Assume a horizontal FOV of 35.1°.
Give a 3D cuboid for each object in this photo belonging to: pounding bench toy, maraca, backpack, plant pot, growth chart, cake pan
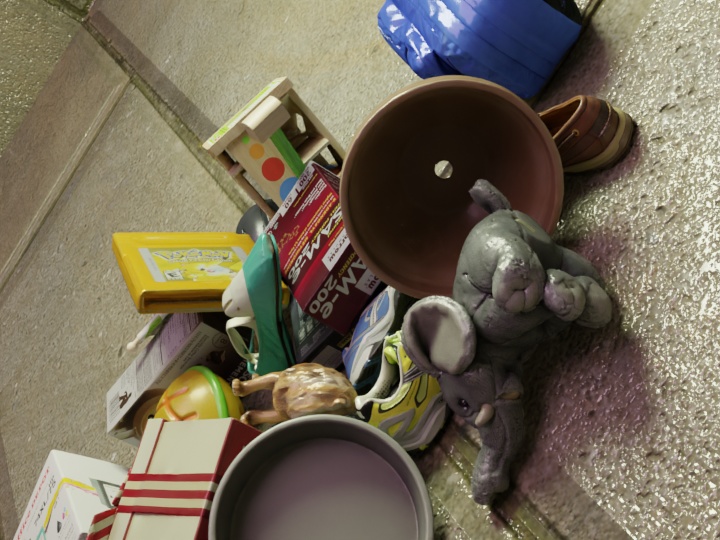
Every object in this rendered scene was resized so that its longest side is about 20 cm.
[{"bbox_3d":[-0.084,-0.126,1.334,0.124,0.156,0.200,-42,13,-3],"label":"pounding bench toy"},{"bbox_3d":[-0.182,0.210,1.299,0.137,0.106,0.203,-2,88,59],"label":"maraca"},{"bbox_3d":[0.125,-0.261,1.186,0.169,0.161,0.200,-60,42,19],"label":"backpack"},{"bbox_3d":[0.078,-0.081,1.036,0.201,0.200,0.093,-51,14,14],"label":"plant pot"},{"bbox_3d":[-0.222,0.041,1.462,0.145,0.018,0.200,-47,-4,5],"label":"growth chart"},{"bbox_3d":[-0.033,0.229,1.004,0.037,0.198,0.202,77,-152,-67],"label":"cake pan"}]

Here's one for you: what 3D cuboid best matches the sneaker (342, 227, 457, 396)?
[{"bbox_3d":[0.041,0.035,1.131,0.201,0.075,0.077,-55,32,9],"label":"sneaker"}]

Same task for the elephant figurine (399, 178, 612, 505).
[{"bbox_3d":[0.105,0.062,0.961,0.201,0.141,0.156,-56,12,26],"label":"elephant figurine"}]

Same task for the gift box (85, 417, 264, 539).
[{"bbox_3d":[-0.149,0.259,1.122,0.186,0.184,0.202,-10,51,50],"label":"gift box"}]

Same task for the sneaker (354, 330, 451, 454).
[{"bbox_3d":[0.068,0.071,1.060,0.075,0.076,0.201,14,74,61],"label":"sneaker"}]

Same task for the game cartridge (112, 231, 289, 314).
[{"bbox_3d":[-0.193,-0.003,1.348,0.200,0.174,0.033,-132,45,-59],"label":"game cartridge"}]

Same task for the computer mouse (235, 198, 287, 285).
[{"bbox_3d":[-0.117,-0.039,1.464,0.140,0.046,0.201,-37,37,35],"label":"computer mouse"}]

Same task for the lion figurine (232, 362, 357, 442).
[{"bbox_3d":[-0.054,0.124,1.149,0.121,0.073,0.200,-12,3,7],"label":"lion figurine"}]

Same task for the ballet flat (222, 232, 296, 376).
[{"bbox_3d":[-0.112,0.047,1.219,0.070,0.201,0.068,-11,44,-6],"label":"ballet flat"}]

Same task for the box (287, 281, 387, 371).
[{"bbox_3d":[0.000,0.000,1.249,0.200,0.051,0.158,-46,33,25],"label":"box"}]

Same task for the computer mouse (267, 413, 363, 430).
[{"bbox_3d":[-0.042,0.175,1.182,0.058,0.034,0.199,-37,14,-25],"label":"computer mouse"}]

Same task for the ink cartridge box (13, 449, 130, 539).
[{"bbox_3d":[-0.301,0.328,1.313,0.148,0.145,0.200,-65,29,7],"label":"ink cartridge box"}]

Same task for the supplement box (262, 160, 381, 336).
[{"bbox_3d":[-0.036,-0.029,1.214,0.109,0.061,0.200,-55,28,10],"label":"supplement box"}]

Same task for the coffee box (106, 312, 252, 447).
[{"bbox_3d":[-0.208,0.130,1.391,0.200,0.113,0.080,-48,32,19],"label":"coffee box"}]

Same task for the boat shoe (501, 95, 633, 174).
[{"bbox_3d":[0.163,-0.118,1.087,0.199,0.067,0.073,-21,47,48],"label":"boat shoe"}]
